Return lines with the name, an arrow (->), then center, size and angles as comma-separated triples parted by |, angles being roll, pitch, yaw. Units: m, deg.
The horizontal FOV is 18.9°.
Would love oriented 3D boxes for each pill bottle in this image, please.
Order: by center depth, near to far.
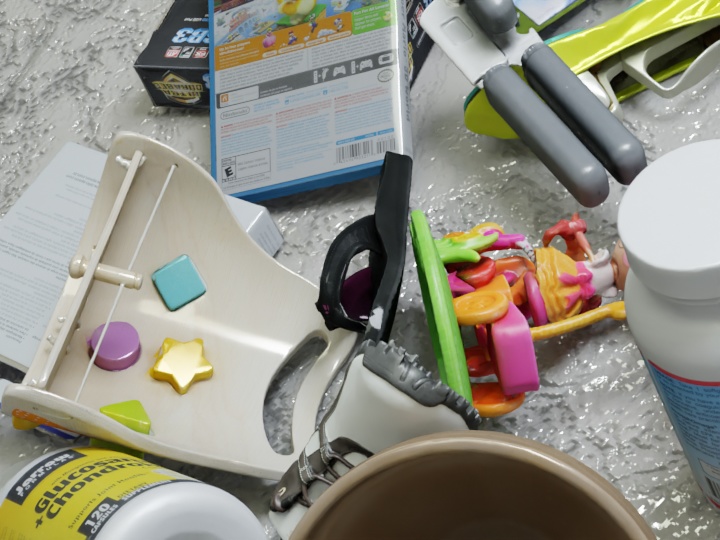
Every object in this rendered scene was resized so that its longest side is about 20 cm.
pill bottle -> 0.193, 0.033, 1.062 | 0.108, 0.200, 0.109 | -15, 45, 15
pill bottle -> -0.136, 0.155, 1.167 | 0.112, 0.112, 0.200 | -48, 26, -19

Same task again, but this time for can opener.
can opener -> 0.096, -0.116, 1.274 | 0.052, 0.067, 0.200 | -30, 54, -7

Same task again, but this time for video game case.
video game case -> -0.035, -0.150, 1.419 | 0.142, 0.018, 0.201 | -11, 70, 26

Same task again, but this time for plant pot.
plant pot -> 0.060, 0.171, 1.051 | 0.200, 0.202, 0.093 | -16, 3, 14

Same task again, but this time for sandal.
sandal -> 0.000, 0.001, 1.279 | 0.048, 0.076, 0.201 | 10, 34, -2

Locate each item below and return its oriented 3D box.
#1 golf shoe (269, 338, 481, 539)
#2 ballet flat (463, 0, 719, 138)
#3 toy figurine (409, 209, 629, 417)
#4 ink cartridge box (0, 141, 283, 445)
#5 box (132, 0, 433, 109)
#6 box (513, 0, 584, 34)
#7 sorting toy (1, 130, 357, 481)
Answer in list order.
golf shoe -> 0.003, 0.106, 1.101 | 0.078, 0.200, 0.095 | 34, 65, 8
ballet flat -> 0.161, -0.124, 1.335 | 0.199, 0.067, 0.067 | -28, 60, 0
toy figurine -> 0.128, 0.015, 1.198 | 0.183, 0.151, 0.200 | -12, 19, 0
ink cartridge box -> -0.179, 0.019, 1.395 | 0.199, 0.041, 0.200 | 20, 62, 39
box -> -0.032, -0.194, 1.512 | 0.199, 0.050, 0.199 | 4, 53, 30
box -> 0.095, -0.233, 1.439 | 0.122, 0.048, 0.200 | -34, 59, -19
sorting toy -> -0.097, 0.048, 1.263 | 0.179, 0.107, 0.201 | 20, 52, -2
